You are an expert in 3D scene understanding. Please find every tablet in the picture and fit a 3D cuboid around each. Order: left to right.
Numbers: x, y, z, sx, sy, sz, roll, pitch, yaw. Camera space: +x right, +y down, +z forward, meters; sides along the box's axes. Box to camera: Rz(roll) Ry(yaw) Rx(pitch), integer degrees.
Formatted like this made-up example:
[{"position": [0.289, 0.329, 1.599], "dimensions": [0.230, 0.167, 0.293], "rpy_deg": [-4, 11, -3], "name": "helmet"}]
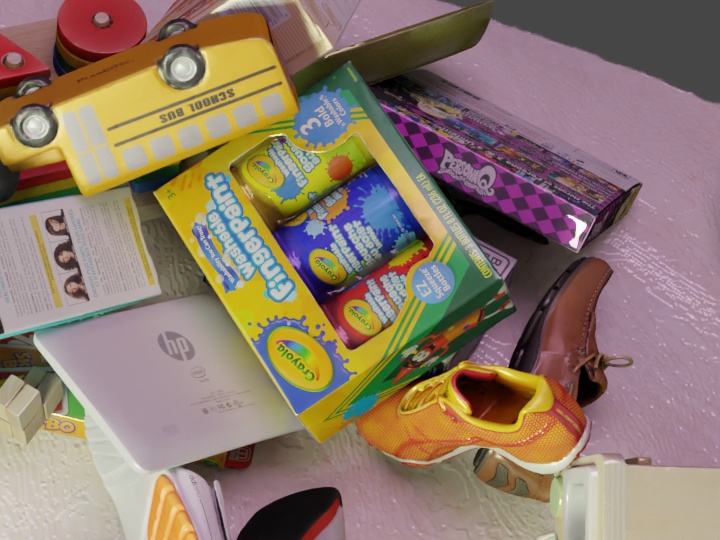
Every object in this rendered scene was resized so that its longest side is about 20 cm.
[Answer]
[{"position": [-0.115, 0.070, 1.565], "dimensions": [0.200, 0.014, 0.130], "rpy_deg": [-12, 54, -50], "name": "tablet"}]

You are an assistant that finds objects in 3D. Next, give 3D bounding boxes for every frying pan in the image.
[{"position": [0.044, -0.063, 1.748], "dimensions": [0.190, 0.031, 0.115], "rpy_deg": [30, -1, -35], "name": "frying pan"}]

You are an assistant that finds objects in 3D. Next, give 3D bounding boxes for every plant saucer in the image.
[{"position": [0.012, -0.160, 1.752], "dimensions": [0.199, 0.200, 0.031], "rpy_deg": [-22, 96, -25], "name": "plant saucer"}]

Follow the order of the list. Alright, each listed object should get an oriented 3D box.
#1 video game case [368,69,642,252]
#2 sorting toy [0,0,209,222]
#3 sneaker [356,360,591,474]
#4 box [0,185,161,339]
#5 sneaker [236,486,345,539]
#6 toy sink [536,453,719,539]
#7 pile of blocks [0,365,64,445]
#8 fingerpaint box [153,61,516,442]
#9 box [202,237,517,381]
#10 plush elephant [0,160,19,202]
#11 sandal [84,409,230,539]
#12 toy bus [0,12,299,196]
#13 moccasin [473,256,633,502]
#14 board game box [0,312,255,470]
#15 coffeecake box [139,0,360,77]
[{"position": [0.101, -0.086, 1.724], "dimensions": [0.199, 0.036, 0.181], "rpy_deg": [28, 17, 11], "name": "video game case"}, {"position": [-0.228, -0.124, 1.727], "dimensions": [0.199, 0.070, 0.199], "rpy_deg": [-15, 57, -21], "name": "sorting toy"}, {"position": [0.068, 0.089, 1.560], "dimensions": [0.199, 0.077, 0.073], "rpy_deg": [-5, 46, 45], "name": "sneaker"}, {"position": [-0.219, -0.002, 1.545], "dimensions": [0.200, 0.049, 0.083], "rpy_deg": [-14, 87, -58], "name": "box"}, {"position": [-0.037, 0.224, 1.499], "dimensions": [0.067, 0.108, 0.201], "rpy_deg": [-16, 16, 11], "name": "sneaker"}, {"position": [0.185, 0.178, 1.511], "dimensions": [0.199, 0.130, 0.113], "rpy_deg": [2, 82, -8], "name": "toy sink"}, {"position": [-0.297, 0.090, 1.531], "dimensions": [0.199, 0.062, 0.082], "rpy_deg": [-19, 62, -13], "name": "pile of blocks"}, {"position": [-0.019, -0.014, 1.580], "dimensions": [0.166, 0.073, 0.200], "rpy_deg": [-33, 67, -1], "name": "fingerpaint box"}, {"position": [0.000, 0.000, 1.681], "dimensions": [0.199, 0.060, 0.117], "rpy_deg": [29, 53, 12], "name": "box"}, {"position": [-0.314, -0.031, 1.587], "dimensions": [0.154, 0.200, 0.165], "rpy_deg": [26, 70, -34], "name": "plush elephant"}, {"position": [-0.120, 0.154, 1.524], "dimensions": [0.059, 0.079, 0.207], "rpy_deg": [-1, 55, -37], "name": "sandal"}, {"position": [-0.148, -0.112, 1.565], "dimensions": [0.199, 0.079, 0.065], "rpy_deg": [-22, 24, 3], "name": "toy bus"}, {"position": [0.146, 0.075, 1.643], "dimensions": [0.077, 0.074, 0.202], "rpy_deg": [24, 50, -1], "name": "moccasin"}, {"position": [-0.165, 0.077, 1.611], "dimensions": [0.199, 0.030, 0.096], "rpy_deg": [14, 51, -4], "name": "board game box"}, {"position": [-0.082, -0.180, 1.695], "dimensions": [0.073, 0.153, 0.200], "rpy_deg": [54, 20, -13], "name": "coffeecake box"}]
